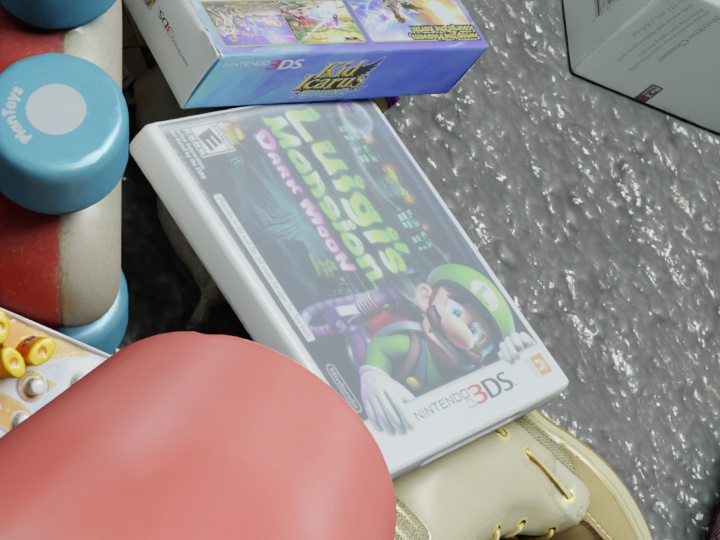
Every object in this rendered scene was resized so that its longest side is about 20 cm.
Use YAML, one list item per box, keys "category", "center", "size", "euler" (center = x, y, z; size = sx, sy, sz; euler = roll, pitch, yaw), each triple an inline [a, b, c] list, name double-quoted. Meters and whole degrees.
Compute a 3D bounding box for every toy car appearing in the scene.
- category: "toy car"
  center: [-0.203, -0.059, 0.820]
  size: [0.197, 0.185, 0.179]
  euler: [0, 62, -8]

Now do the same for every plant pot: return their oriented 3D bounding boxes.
- category: "plant pot"
  center: [-0.078, 0.128, 0.672]
  size: [0.200, 0.200, 0.178]
  euler: [45, 37, -10]

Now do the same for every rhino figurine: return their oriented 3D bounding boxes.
- category: "rhino figurine"
  center: [-0.067, -0.032, 0.941]
  size: [0.087, 0.060, 0.201]
  euler: [13, 45, -34]

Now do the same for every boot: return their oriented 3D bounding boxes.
- category: "boot"
  center: [0.062, 0.139, 0.962]
  size: [0.200, 0.072, 0.156]
  euler: [50, 49, -15]

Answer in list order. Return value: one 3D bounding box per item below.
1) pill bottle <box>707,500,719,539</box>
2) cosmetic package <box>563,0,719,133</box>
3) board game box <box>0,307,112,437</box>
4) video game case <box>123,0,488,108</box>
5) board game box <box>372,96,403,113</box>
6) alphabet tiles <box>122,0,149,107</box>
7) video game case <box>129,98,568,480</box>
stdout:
- category: "pill bottle"
  center: [0.257, 0.175, 1.072]
  size: [0.114, 0.114, 0.201]
  euler: [42, 46, -13]
- category: "cosmetic package"
  center: [0.249, -0.164, 1.265]
  size: [0.198, 0.113, 0.082]
  euler: [18, 55, -29]
- category: "board game box"
  center: [-0.112, 0.142, 0.787]
  size: [0.199, 0.026, 0.202]
  euler: [26, 76, -26]
- category: "video game case"
  center: [-0.050, -0.172, 0.970]
  size: [0.199, 0.045, 0.182]
  euler: [-8, 60, -45]
- category: "board game box"
  center: [-0.044, -0.173, 1.065]
  size: [0.201, 0.045, 0.134]
  euler: [52, 42, -4]
- category: "alphabet tiles"
  center: [-0.165, -0.161, 0.991]
  size: [0.199, 0.008, 0.169]
  euler: [-13, 75, -43]
- category: "video game case"
  center: [0.000, 0.000, 0.908]
  size: [0.181, 0.023, 0.201]
  euler: [-17, 69, -54]
